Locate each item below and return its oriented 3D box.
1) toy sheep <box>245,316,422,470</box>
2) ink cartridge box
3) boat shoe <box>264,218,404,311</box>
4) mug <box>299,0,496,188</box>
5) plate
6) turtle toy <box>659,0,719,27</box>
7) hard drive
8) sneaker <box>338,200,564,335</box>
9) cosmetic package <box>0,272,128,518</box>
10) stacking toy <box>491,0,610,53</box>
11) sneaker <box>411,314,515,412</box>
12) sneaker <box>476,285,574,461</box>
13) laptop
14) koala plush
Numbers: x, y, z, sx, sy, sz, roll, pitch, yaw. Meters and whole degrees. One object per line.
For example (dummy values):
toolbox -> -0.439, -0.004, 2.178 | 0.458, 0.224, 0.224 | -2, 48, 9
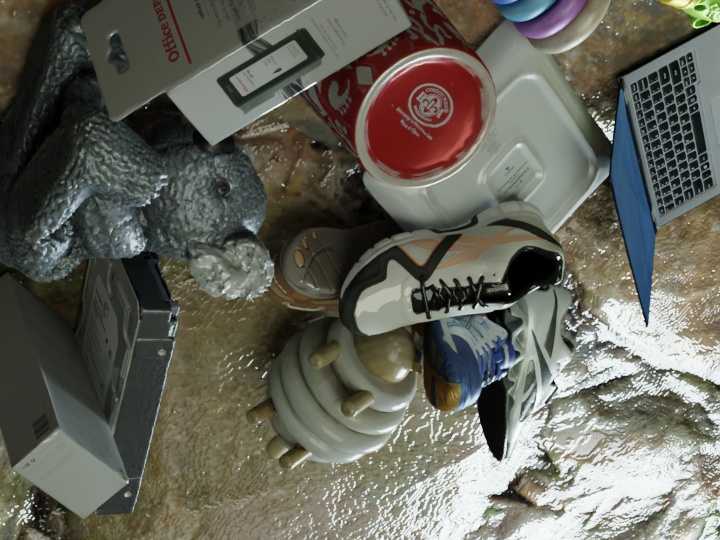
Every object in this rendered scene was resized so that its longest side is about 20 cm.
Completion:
toy sheep -> -0.024, 0.109, 1.242 | 0.137, 0.139, 0.200 | 24, 133, -36
ink cartridge box -> -0.080, -0.168, 0.943 | 0.199, 0.117, 0.068 | -29, 142, 8
boat shoe -> 0.000, 0.000, 1.222 | 0.199, 0.076, 0.072 | 5, 155, -38
mug -> 0.028, -0.157, 1.028 | 0.176, 0.200, 0.134 | 0, 123, -25
plate -> 0.124, -0.085, 1.205 | 0.200, 0.032, 0.200 | -46, 127, -5
turtle toy -> 0.307, -0.291, 1.132 | 0.145, 0.101, 0.201 | 6, 120, -28
hard drive -> -0.196, 0.075, 1.125 | 0.038, 0.140, 0.201 | 2, 123, -27
sneaker -> 0.076, 0.004, 1.152 | 0.199, 0.080, 0.074 | -23, 127, -11
cosmetic package -> -0.243, 0.092, 1.074 | 0.051, 0.200, 0.083 | -40, 130, 5
stacking toy -> 0.104, -0.253, 1.082 | 0.199, 0.086, 0.086 | 32, 106, -33
sneaker -> 0.096, 0.069, 1.227 | 0.087, 0.200, 0.076 | 2, 103, -4
sneaker -> 0.166, 0.101, 1.363 | 0.088, 0.074, 0.201 | -7, 126, -19
laptop -> 0.297, -0.089, 1.263 | 0.199, 0.116, 0.188 | -28, 131, -5
koala plush -> -0.157, -0.063, 1.037 | 0.199, 0.178, 0.184 | 13, 131, -33
